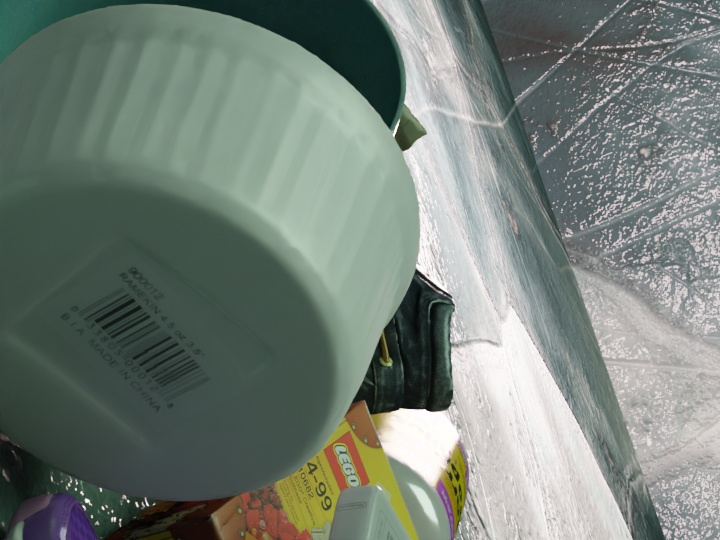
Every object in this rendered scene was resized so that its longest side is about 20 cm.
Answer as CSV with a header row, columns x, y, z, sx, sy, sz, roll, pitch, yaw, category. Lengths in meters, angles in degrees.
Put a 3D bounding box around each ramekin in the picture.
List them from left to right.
x,y,z,sx,sy,sz,roll,pitch,yaw,category
-0.081,0.001,0.958,0.201,0.199,0.098,62,28,-32,ramekin

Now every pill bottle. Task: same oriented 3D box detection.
x,y,z,sx,sy,sz,roll,pitch,yaw,category
0.005,0.142,1.342,0.200,0.104,0.105,-59,127,-76,pill bottle

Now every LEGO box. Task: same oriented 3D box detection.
x,y,z,sx,sy,sz,roll,pitch,yaw,category
-0.024,0.184,1.075,0.149,0.077,0.201,-32,103,-57,LEGO box

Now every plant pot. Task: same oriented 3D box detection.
x,y,z,sx,sy,sz,roll,pitch,yaw,category
-0.088,-0.055,1.115,0.135,0.198,0.201,105,-19,-44,plant pot

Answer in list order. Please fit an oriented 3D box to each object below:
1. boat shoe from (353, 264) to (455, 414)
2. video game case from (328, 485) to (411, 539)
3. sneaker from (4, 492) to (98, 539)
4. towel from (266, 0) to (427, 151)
x,y,z,sx,sy,sz,roll,pitch,yaw,category
0.000,0.000,1.331,0.071,0.090,0.202,106,-19,-52,boat shoe
0.022,0.224,0.994,0.183,0.023,0.201,-77,148,-44,video game case
-0.076,0.176,0.936,0.081,0.088,0.201,-53,120,-75,sneaker
-0.069,-0.125,1.239,0.035,0.192,0.201,-45,105,-33,towel
